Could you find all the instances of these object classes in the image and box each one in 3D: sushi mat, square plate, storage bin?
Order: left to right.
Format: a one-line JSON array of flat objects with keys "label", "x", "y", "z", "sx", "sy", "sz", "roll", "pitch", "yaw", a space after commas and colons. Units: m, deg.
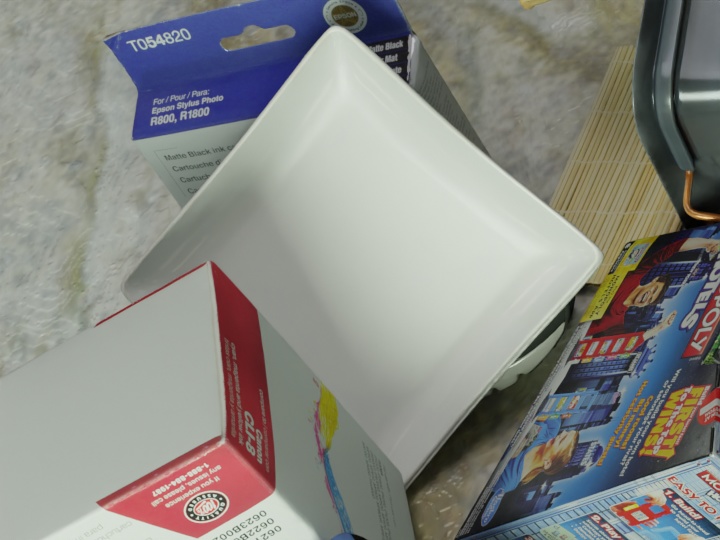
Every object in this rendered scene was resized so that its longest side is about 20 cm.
[{"label": "square plate", "x": 0.000, "y": 0.000, "z": 1.407, "sx": 0.198, "sy": 0.200, "sz": 0.028, "roll": -50, "pitch": -3, "yaw": 11}, {"label": "sushi mat", "x": 0.165, "y": -0.065, "z": 1.506, "sx": 0.095, "sy": 0.012, "sz": 0.200, "roll": -1, "pitch": 49, "yaw": 36}, {"label": "storage bin", "x": 0.236, "y": -0.082, "z": 1.334, "sx": 0.134, "sy": 0.200, "sz": 0.146, "roll": 1, "pitch": 63, "yaw": 24}]

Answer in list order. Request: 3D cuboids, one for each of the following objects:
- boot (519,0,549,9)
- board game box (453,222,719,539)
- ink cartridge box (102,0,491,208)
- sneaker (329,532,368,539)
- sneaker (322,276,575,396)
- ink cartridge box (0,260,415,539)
[{"label": "boot", "x": 0.177, "y": -0.252, "z": 1.467, "sx": 0.199, "sy": 0.066, "sz": 0.176, "roll": -19, "pitch": 41, "yaw": 22}, {"label": "board game box", "x": 0.161, "y": 0.070, "z": 1.252, "sx": 0.200, "sy": 0.062, "sz": 0.200, "roll": -58, "pitch": 20, "yaw": -19}, {"label": "ink cartridge box", "x": -0.032, "y": -0.076, "z": 1.507, "sx": 0.199, "sy": 0.200, "sz": 0.041, "roll": -10, "pitch": 44, "yaw": 28}, {"label": "sneaker", "x": 0.065, "y": 0.189, "z": 1.208, "sx": 0.078, "sy": 0.070, "sz": 0.200, "roll": -43, "pitch": 78, "yaw": -10}, {"label": "sneaker", "x": 0.025, "y": 0.029, "z": 1.448, "sx": 0.199, "sy": 0.085, "sz": 0.075, "roll": -14, "pitch": 43, "yaw": 23}, {"label": "ink cartridge box", "x": -0.076, "y": 0.131, "z": 1.310, "sx": 0.145, "sy": 0.200, "sz": 0.145, "roll": -30, "pitch": 37, "yaw": 15}]
